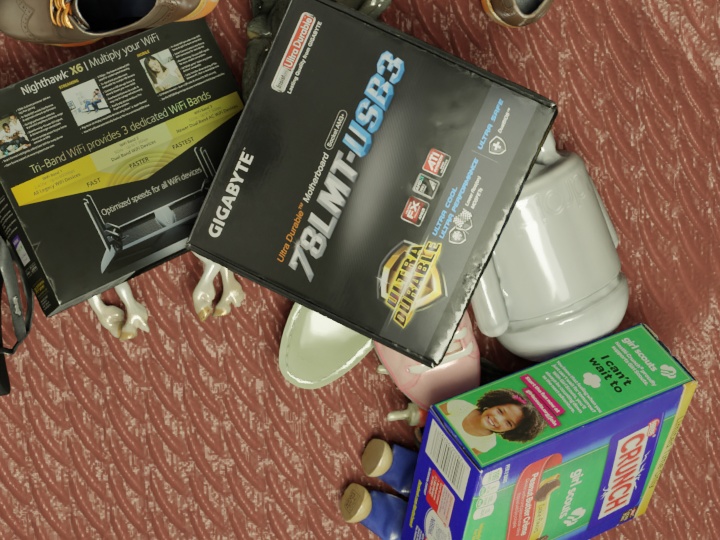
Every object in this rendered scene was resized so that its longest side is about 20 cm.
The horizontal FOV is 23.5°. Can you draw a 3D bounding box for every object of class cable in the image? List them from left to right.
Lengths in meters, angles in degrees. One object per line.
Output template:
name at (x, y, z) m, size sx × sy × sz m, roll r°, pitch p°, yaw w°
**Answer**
cable at (0.112, 0.092, 1.374) m, size 0.198 × 0.050 × 0.098 m, roll -4°, pitch 69°, yaw -4°

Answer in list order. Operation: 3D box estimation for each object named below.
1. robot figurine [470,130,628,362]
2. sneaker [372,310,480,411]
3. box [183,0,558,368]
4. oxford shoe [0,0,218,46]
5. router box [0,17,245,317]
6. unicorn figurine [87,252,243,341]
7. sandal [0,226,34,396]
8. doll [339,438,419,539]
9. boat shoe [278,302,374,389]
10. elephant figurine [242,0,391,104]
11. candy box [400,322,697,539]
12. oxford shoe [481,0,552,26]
robot figurine at (0.138, -0.014, 1.335) m, size 0.169 × 0.113 × 0.201 m, roll -32°, pitch 106°, yaw -36°
sneaker at (0.044, 0.024, 1.272) m, size 0.075 × 0.105 × 0.202 m, roll -20°, pitch 104°, yaw -7°
box at (0.007, -0.064, 1.193) m, size 0.197 × 0.050 × 0.201 m, roll 26°, pitch 96°, yaw 5°
oxford shoe at (-0.198, -0.196, 1.230) m, size 0.199 × 0.073 × 0.072 m, roll -6°, pitch 103°, yaw 34°
router box at (-0.171, -0.080, 1.258) m, size 0.199 × 0.052 × 0.158 m, roll -26°, pitch 89°, yaw -25°
unicorn figurine at (-0.173, -0.019, 1.317) m, size 0.199 × 0.074 × 0.138 m, roll -14°, pitch 93°, yaw -20°
sandal at (-0.268, -0.001, 1.295) m, size 0.042 × 0.076 × 0.202 m, roll 1°, pitch 100°, yaw -5°
doll at (0.081, 0.214, 1.401) m, size 0.199 × 0.048 × 0.137 m, roll 27°, pitch 86°, yaw -19°
boat shoe at (0.000, 0.000, 1.344) m, size 0.071 × 0.061 × 0.202 m, roll 31°, pitch 94°, yaw -12°
elephant figurine at (-0.043, -0.202, 1.271) m, size 0.154 × 0.142 × 0.201 m, roll -24°, pitch 100°, yaw 17°
candy box at (0.140, 0.146, 1.313) m, size 0.199 × 0.077 × 0.170 m, roll -21°, pitch 142°, yaw -26°
oxford shoe at (0.149, -0.280, 1.302) m, size 0.071 × 0.073 × 0.202 m, roll 13°, pitch 98°, yaw -10°
